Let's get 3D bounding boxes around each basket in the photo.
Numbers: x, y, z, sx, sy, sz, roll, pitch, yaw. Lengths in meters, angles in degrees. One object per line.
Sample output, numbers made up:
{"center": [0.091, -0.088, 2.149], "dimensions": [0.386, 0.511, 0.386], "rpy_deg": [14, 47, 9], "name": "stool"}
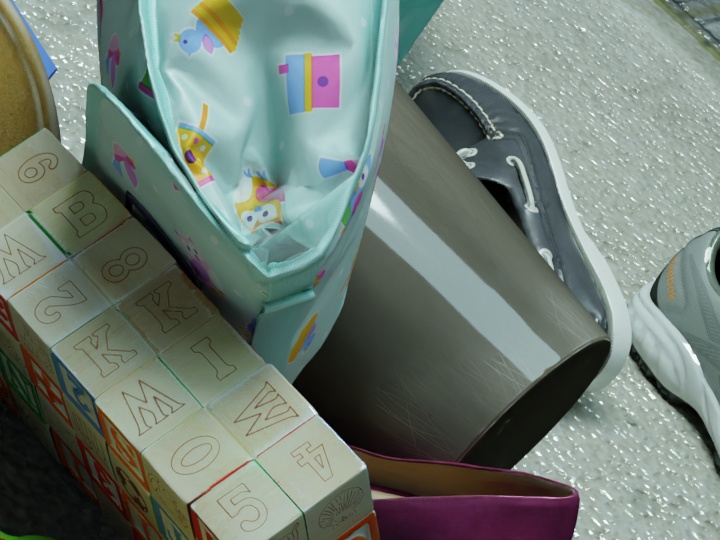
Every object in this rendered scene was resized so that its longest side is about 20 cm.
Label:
{"center": [0.000, 0.000, 1.195], "dimensions": [0.200, 0.136, 0.180], "rpy_deg": [46, 31, 16], "name": "basket"}

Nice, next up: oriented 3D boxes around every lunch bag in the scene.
{"center": [-0.046, -0.061, 1.047], "dimensions": [0.121, 0.170, 0.201], "rpy_deg": [0, 70, -9], "name": "lunch bag"}

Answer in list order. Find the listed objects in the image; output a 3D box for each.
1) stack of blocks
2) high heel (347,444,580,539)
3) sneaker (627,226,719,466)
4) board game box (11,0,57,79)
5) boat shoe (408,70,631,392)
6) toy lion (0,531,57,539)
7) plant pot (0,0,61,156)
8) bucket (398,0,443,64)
{"center": [-0.075, 0.054, 1.025], "dimensions": [0.058, 0.115, 0.200], "rpy_deg": [-34, 58, -17], "name": "stack of blocks"}
{"center": [-0.010, 0.071, 1.108], "dimensions": [0.199, 0.096, 0.067], "rpy_deg": [31, 30, -3], "name": "high heel"}
{"center": [0.208, 0.061, 1.351], "dimensions": [0.074, 0.079, 0.200], "rpy_deg": [-1, 44, -47], "name": "sneaker"}
{"center": [-0.219, -0.134, 1.170], "dimensions": [0.201, 0.045, 0.135], "rpy_deg": [58, 24, -17], "name": "board game box"}
{"center": [0.063, -0.024, 1.350], "dimensions": [0.060, 0.074, 0.201], "rpy_deg": [10, 45, -42], "name": "boat shoe"}
{"center": [-0.118, 0.154, 0.926], "dimensions": [0.199, 0.069, 0.192], "rpy_deg": [9, 30, -37], "name": "toy lion"}
{"center": [-0.193, -0.060, 1.087], "dimensions": [0.199, 0.027, 0.201], "rpy_deg": [15, 68, -41], "name": "plant pot"}
{"center": [-0.033, -0.190, 1.434], "dimensions": [0.206, 0.135, 0.208], "rpy_deg": [25, 30, -15], "name": "bucket"}
